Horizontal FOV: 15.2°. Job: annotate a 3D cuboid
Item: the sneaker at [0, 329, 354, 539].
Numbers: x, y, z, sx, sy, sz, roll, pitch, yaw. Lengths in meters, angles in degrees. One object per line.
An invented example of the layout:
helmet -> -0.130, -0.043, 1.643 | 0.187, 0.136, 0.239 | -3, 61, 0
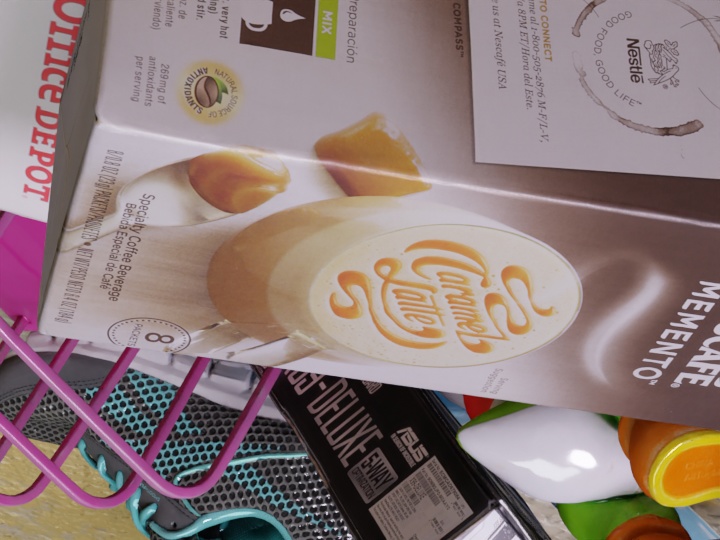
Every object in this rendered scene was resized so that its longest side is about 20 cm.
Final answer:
sneaker -> -0.077, 0.081, 1.121 | 0.199, 0.092, 0.078 | 9, 155, 21

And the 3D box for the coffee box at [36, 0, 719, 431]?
coffee box -> 0.022, -0.028, 0.717 | 0.199, 0.080, 0.114 | 8, 151, -10

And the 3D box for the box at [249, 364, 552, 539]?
box -> 0.039, 0.100, 0.987 | 0.050, 0.200, 0.158 | -39, 120, 1

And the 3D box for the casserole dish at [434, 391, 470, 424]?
casserole dish -> 0.000, 0.000, 1.075 | 0.121, 0.039, 0.200 | 1, 148, 21

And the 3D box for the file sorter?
file sorter -> -0.135, 0.010, 1.006 | 0.200, 0.126, 0.139 | -6, 134, 46

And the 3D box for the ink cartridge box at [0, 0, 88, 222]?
ink cartridge box -> -0.148, -0.127, 0.805 | 0.199, 0.145, 0.147 | 16, 150, -5

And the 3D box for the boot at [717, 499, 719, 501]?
boot -> 0.220, 0.061, 1.061 | 0.199, 0.072, 0.155 | 23, 149, -8

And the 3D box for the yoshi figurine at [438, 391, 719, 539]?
yoshi figurine -> 0.087, 0.037, 0.932 | 0.112, 0.112, 0.200 | 50, 179, -38

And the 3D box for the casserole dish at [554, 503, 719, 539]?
casserole dish -> 0.127, 0.115, 1.138 | 0.121, 0.039, 0.200 | 44, -179, 29

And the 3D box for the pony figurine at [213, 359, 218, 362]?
pony figurine -> -0.048, 0.145, 1.227 | 0.166, 0.200, 0.193 | 35, 129, -22
